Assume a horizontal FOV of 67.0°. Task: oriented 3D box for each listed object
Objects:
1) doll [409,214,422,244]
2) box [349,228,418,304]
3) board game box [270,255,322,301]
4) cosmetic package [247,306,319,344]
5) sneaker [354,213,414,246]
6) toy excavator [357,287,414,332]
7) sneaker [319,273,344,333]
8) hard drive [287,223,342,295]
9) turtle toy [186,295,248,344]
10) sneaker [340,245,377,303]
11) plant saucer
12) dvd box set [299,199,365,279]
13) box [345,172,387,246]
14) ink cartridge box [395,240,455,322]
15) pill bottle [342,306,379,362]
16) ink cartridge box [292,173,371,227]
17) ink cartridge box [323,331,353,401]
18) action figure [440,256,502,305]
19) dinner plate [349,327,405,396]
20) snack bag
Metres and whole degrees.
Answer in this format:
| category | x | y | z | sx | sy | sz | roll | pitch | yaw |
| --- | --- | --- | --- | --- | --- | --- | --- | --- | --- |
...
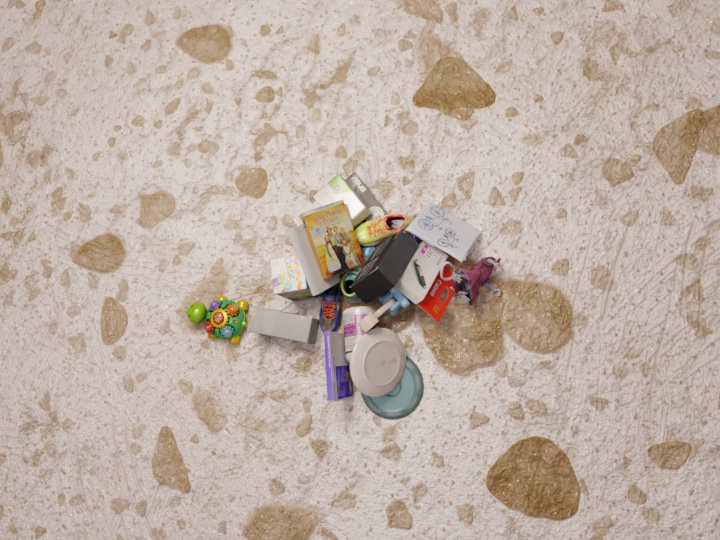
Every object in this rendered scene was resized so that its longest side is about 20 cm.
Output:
| category | x | y | z | sx | sy | sz | roll | pitch | yaw |
| --- | --- | --- | --- | --- | --- | --- | --- | --- | --- |
| doll | 0.166 | -0.064 | 1.700 | 0.135 | 0.048 | 0.202 | -19 | 78 | 8 |
| box | 0.072 | -0.013 | 1.600 | 0.079 | 0.141 | 0.201 | 43 | 46 | -9 |
| board game box | -0.193 | 0.026 | 1.671 | 0.102 | 0.200 | 0.106 | -10 | 79 | 8 |
| cosmetic package | -0.237 | 0.172 | 1.705 | 0.198 | 0.107 | 0.091 | 12 | 83 | 14 |
| sneaker | 0.065 | -0.134 | 1.661 | 0.198 | 0.090 | 0.079 | -19 | 80 | 10 |
| toy excavator | 0.087 | 0.100 | 1.617 | 0.200 | 0.194 | 0.100 | -43 | 87 | 7 |
| sneaker | -0.096 | 0.099 | 1.705 | 0.074 | 0.078 | 0.203 | 4 | 81 | 11 |
| hard drive | -0.132 | -0.042 | 1.600 | 0.026 | 0.132 | 0.202 | -15 | 98 | 36 |
| turtle toy | -0.459 | 0.152 | 1.749 | 0.197 | 0.101 | 0.148 | 11 | 83 | 11 |
| sneaker | 0.000 | 0.000 | 1.677 | 0.079 | 0.131 | 0.202 | 17 | 83 | 11 |
| plant saucer | 0.093 | 0.351 | 1.658 | 0.197 | 0.027 | 0.203 | -2 | 80 | 10 |
| dvd box set | -0.079 | -0.093 | 1.597 | 0.145 | 0.029 | 0.202 | -22 | 95 | -31 |
| box | -0.019 | -0.189 | 1.755 | 0.160 | 0.044 | 0.201 | -37 | 77 | 4 |
| ink cartridge box | 0.210 | 0.026 | 1.604 | 0.173 | 0.044 | 0.201 | 39 | 52 | -3 |
| pill bottle | 0.006 | 0.217 | 1.643 | 0.111 | 0.112 | 0.203 | -7 | 75 | 9 |
| ink cartridge box | -0.090 | -0.175 | 1.699 | 0.200 | 0.084 | 0.146 | -40 | 76 | 8 |
| ink cartridge box | -0.072 | 0.282 | 1.609 | 0.043 | 0.200 | 0.201 | -7 | 79 | 13 |
| action figure | 0.347 | 0.014 | 1.622 | 0.148 | 0.135 | 0.199 | 31 | 49 | 30 |
| dinner plate | 0.058 | 0.269 | 1.585 | 0.198 | 0.024 | 0.203 | -2 | 94 | -34 |
| snack bag | 0.256 | -0.119 | 1.645 | 0.199 | 0.022 | 0.189 | 31 | 42 | 11 |
